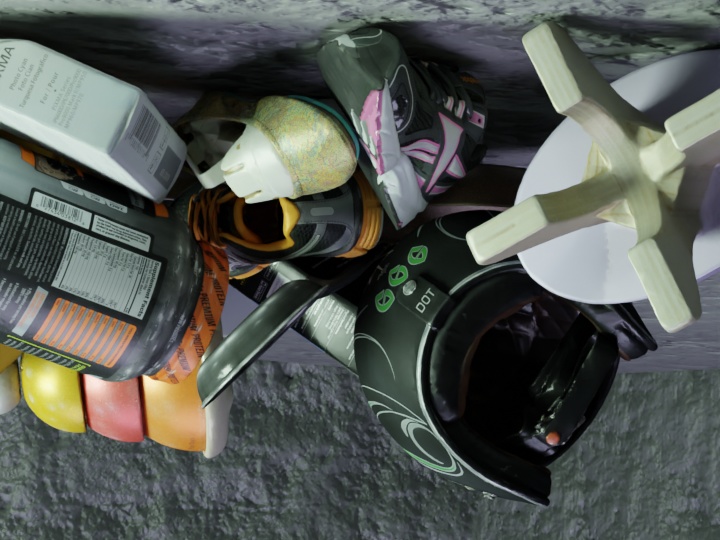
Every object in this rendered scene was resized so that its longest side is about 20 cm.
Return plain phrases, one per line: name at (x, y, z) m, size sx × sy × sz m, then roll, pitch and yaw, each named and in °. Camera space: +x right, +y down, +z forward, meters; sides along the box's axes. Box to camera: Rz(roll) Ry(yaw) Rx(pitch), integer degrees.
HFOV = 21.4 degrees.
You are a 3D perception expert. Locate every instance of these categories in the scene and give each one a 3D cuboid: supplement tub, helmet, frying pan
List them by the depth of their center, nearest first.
supplement tub at (-0.193, -0.004, 1.224) m, size 0.199 × 0.123 × 0.122 m, roll 23°, pitch 165°, yaw -23°
frying pan at (-0.041, 0.021, 1.252) m, size 0.031 × 0.190 × 0.115 m, roll 45°, pitch 157°, yaw 1°
helmet at (0.092, 0.054, 1.280) m, size 0.198 × 0.202 × 0.191 m, roll 3°, pitch -173°, yaw -11°

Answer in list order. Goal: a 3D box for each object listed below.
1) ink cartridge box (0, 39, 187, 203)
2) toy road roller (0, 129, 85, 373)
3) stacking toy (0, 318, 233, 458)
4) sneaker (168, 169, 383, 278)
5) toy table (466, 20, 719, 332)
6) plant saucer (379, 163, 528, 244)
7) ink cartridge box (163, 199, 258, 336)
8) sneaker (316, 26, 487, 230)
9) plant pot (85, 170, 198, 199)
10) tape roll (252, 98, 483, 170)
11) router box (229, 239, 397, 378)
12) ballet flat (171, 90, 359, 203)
ink cartridge box at (-0.211, -0.113, 1.154) m, size 0.199 × 0.048 × 0.160 m, roll 26°, pitch 176°, yaw 7°
toy road roller at (-0.273, -0.031, 1.324) m, size 0.123 × 0.200 × 0.146 m, roll 42°, pitch 178°, yaw 46°
stacking toy at (-0.196, 0.071, 1.384) m, size 0.198 × 0.148 × 0.146 m, roll -5°, pitch 174°, yaw -9°
sneaker at (-0.077, -0.037, 1.293) m, size 0.199 × 0.079 × 0.077 m, roll -9°, pitch 176°, yaw 44°
toy table at (0.157, -0.051, 1.085) m, size 0.200 × 0.184 × 0.117 m, roll -43°, pitch 162°, yaw 23°
plant saucer at (0.071, -0.048, 1.371) m, size 0.198 × 0.037 × 0.200 m, roll 1°, pitch 174°, yaw 0°
ink cartridge box at (-0.184, -0.007, 1.513) m, size 0.199 × 0.087 × 0.146 m, roll 3°, pitch -167°, yaw -34°
sneaker at (0.033, -0.101, 1.157) m, size 0.086 × 0.081 × 0.200 m, roll -31°, pitch 164°, yaw -3°
plant pot at (-0.156, -0.070, 1.495) m, size 0.198 × 0.028 × 0.200 m, roll 6°, pitch -179°, yaw 0°
tape roll at (-0.010, -0.086, 1.375) m, size 0.201 × 0.037 × 0.203 m, roll 2°, pitch 174°, yaw 0°
router box at (0.000, 0.000, 1.461) m, size 0.149 × 0.051 × 0.200 m, roll 35°, pitch -153°, yaw 14°
ballet flat at (-0.068, -0.074, 1.199) m, size 0.070 × 0.071 × 0.200 m, roll 6°, pitch -174°, yaw -28°
